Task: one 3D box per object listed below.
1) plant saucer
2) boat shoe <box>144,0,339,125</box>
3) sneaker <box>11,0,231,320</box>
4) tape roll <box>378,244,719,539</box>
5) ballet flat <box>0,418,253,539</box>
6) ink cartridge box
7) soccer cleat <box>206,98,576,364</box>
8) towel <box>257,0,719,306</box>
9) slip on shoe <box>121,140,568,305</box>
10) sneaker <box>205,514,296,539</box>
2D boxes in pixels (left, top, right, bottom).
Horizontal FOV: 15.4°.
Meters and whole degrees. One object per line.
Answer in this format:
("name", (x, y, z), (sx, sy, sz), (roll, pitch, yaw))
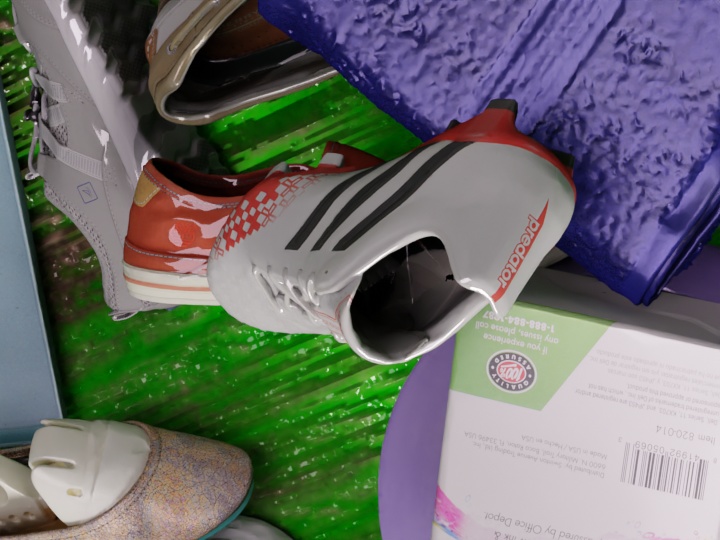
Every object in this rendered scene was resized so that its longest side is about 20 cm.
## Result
("plant saucer", (-0.180, -0.017, 1.230), (0.069, 0.019, 0.201), (-7, 99, 25))
("boat shoe", (-0.004, -0.114, 1.089), (0.199, 0.069, 0.075), (-26, 126, 33))
("sneaker", (-0.123, -0.069, 1.161), (0.082, 0.075, 0.201), (-24, 91, 24))
("tape roll", (0.113, 0.092, 1.083), (0.199, 0.085, 0.202), (5, 104, 23))
("ballet flat", (-0.144, 0.101, 1.198), (0.199, 0.068, 0.067), (-15, 133, 27))
("ink cartridge box", (0.090, 0.109, 1.013), (0.116, 0.067, 0.202), (12, 104, 21))
("soccer cleat", (0.000, 0.000, 0.981), (0.069, 0.086, 0.199), (40, 145, -25))
("towel", (0.073, -0.102, 0.999), (0.200, 0.050, 0.148), (38, 101, 14))
("slip on shoe", (-0.001, -0.022, 1.095), (0.198, 0.074, 0.062), (-1, 103, 4))
("sneaker", (-0.010, 0.181, 1.152), (0.199, 0.092, 0.076), (24, 110, 18))
